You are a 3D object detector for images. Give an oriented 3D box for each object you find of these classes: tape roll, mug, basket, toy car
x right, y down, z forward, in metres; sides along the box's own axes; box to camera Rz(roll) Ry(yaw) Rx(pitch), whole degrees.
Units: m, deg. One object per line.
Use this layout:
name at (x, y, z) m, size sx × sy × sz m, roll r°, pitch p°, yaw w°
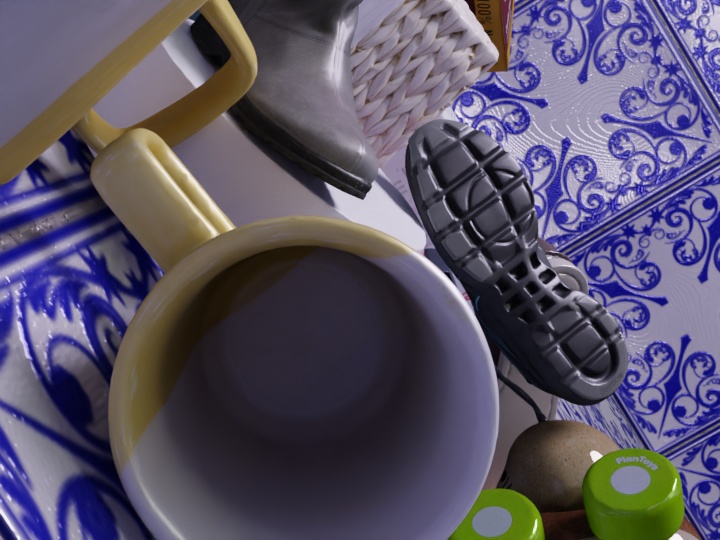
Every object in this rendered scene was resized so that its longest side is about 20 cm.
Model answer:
tape roll at (-0.059, -0.056, 0.763) m, size 0.202 × 0.071 × 0.203 m, roll 38°, pitch 14°, yaw -11°
mug at (-0.026, 0.025, 0.583) m, size 0.153 × 0.149 × 0.187 m, roll -104°, pitch -173°, yaw -81°
basket at (-0.013, -0.155, 0.981) m, size 0.123 × 0.200 × 0.136 m, roll 38°, pitch 19°, yaw -32°
toy car at (0.112, 0.150, 0.829) m, size 0.200 × 0.157 × 0.165 m, roll -109°, pitch -176°, yaw -55°
mug at (-0.130, -0.137, 0.582) m, size 0.150 × 0.153 × 0.187 m, roll 60°, pitch 11°, yaw 9°

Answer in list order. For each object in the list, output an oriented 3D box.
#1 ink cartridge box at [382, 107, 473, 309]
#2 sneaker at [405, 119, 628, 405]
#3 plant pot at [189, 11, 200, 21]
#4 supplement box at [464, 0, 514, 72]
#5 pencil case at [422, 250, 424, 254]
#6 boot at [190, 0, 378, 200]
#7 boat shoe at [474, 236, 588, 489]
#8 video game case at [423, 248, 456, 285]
ink cartridge box at (0.045, -0.050, 1.149) m, size 0.200 × 0.147 × 0.086 m, roll 57°, pitch 11°, yaw -16°
sneaker at (0.083, 0.001, 0.829) m, size 0.200 × 0.075 × 0.079 m, roll 58°, pitch -19°, yaw -6°
plant pot at (-0.096, -0.233, 0.884) m, size 0.200 × 0.134 × 0.201 m, roll 43°, pitch 40°, yaw -51°
supplement box at (0.017, -0.273, 1.082) m, size 0.133 × 0.199 × 0.198 m, roll -79°, pitch 163°, yaw -45°
pencil case at (0.000, 0.000, 0.989) m, size 0.200 × 0.082 × 0.087 m, roll -31°, pitch 128°, yaw -80°
boot at (-0.016, -0.135, 0.701) m, size 0.068 × 0.131 × 0.200 m, roll 29°, pitch 18°, yaw -39°
boat shoe at (0.101, 0.071, 0.943) m, size 0.072 × 0.201 × 0.060 m, roll 2°, pitch 29°, yaw -24°
video game case at (0.056, 0.084, 0.942) m, size 0.200 × 0.019 × 0.143 m, roll -102°, pitch -164°, yaw -70°
